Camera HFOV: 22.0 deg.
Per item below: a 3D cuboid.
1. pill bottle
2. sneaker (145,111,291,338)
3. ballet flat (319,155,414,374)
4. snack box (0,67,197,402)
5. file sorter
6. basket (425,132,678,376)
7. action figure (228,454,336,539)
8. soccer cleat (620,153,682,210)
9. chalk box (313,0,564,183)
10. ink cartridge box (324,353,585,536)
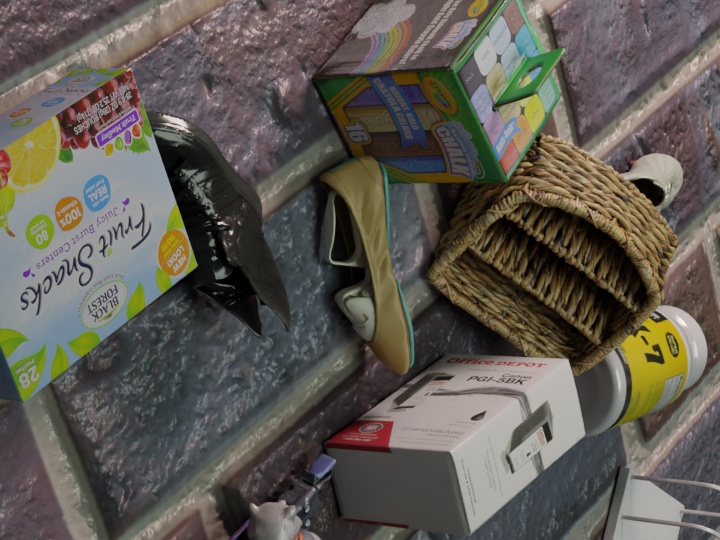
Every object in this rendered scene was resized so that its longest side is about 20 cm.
[{"bbox_3d":[0.271,0.098,1.920,0.200,0.114,0.115,-13,103,-51],"label":"pill bottle"},{"bbox_3d":[-0.120,-0.034,1.445,0.200,0.060,0.105,42,38,-48],"label":"sneaker"},{"bbox_3d":[0.000,0.000,1.630,0.063,0.069,0.201,-14,102,-21],"label":"ballet flat"},{"bbox_3d":[-0.223,-0.029,1.331,0.200,0.067,0.169,-39,122,-42],"label":"snack box"},{"bbox_3d":[0.343,0.337,2.017,0.139,0.124,0.201,34,66,-46],"label":"file sorter"},{"bbox_3d":[0.191,-0.012,1.747,0.200,0.143,0.149,37,61,-21],"label":"basket"},{"bbox_3d":[-0.045,0.253,1.547,0.200,0.104,0.194,-51,139,-32],"label":"action figure"},{"bbox_3d":[0.303,-0.083,1.976,0.200,0.077,0.070,-16,105,-50],"label":"soccer cleat"},{"bbox_3d":[0.087,-0.159,1.603,0.125,0.199,0.124,-53,130,-34],"label":"chalk box"},{"bbox_3d":[0.088,0.151,1.668,0.200,0.146,0.083,-33,115,-47],"label":"ink cartridge box"}]
